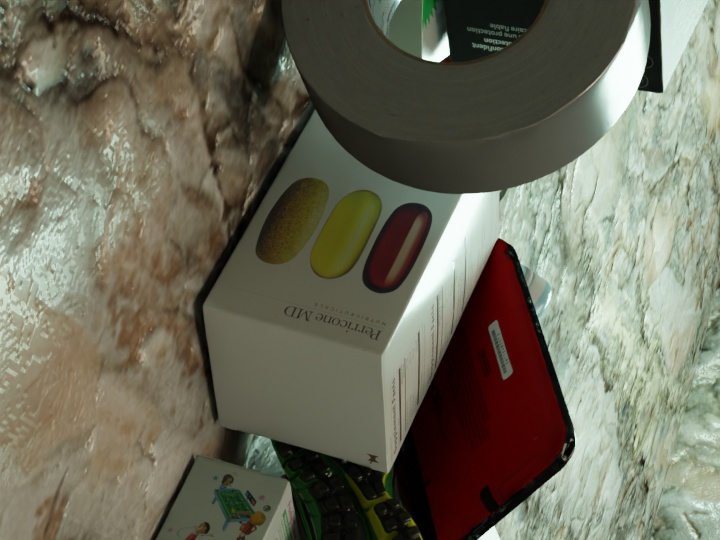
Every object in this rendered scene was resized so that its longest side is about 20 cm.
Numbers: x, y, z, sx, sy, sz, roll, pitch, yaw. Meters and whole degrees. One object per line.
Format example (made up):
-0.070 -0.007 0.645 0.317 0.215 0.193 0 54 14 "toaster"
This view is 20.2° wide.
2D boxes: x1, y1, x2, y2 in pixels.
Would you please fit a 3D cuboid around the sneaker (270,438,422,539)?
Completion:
-0.011 0.140 1.215 0.085 0.078 0.200 97 -17 -58 "sneaker"

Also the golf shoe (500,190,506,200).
0.069 -0.066 1.443 0.088 0.077 0.200 -70 163 3 "golf shoe"

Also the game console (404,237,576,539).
0.085 0.112 1.274 0.172 0.119 0.200 -43 -145 23 "game console"

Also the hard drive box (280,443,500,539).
0.034 0.193 1.396 0.156 0.077 0.200 68 15 7 "hard drive box"

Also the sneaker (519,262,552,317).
0.047 -0.012 1.417 0.080 0.131 0.200 -51 -166 -11 "sneaker"

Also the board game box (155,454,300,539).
-0.094 0.231 1.156 0.148 0.064 0.200 81 28 -51 "board game box"

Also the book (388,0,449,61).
0.065 -0.226 1.363 0.200 0.048 0.134 -45 142 -56 "book"

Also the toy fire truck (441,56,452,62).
0.121 -0.173 1.498 0.200 0.049 0.141 -37 -174 -25 "toy fire truck"

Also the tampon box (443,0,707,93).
0.136 -0.235 1.273 0.200 0.150 0.126 80 30 -43 "tampon box"

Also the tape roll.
0.058 -0.145 1.122 0.066 0.200 0.200 61 45 -65 "tape roll"

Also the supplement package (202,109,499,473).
0.000 0.000 1.194 0.110 0.114 0.200 87 23 -47 "supplement package"
